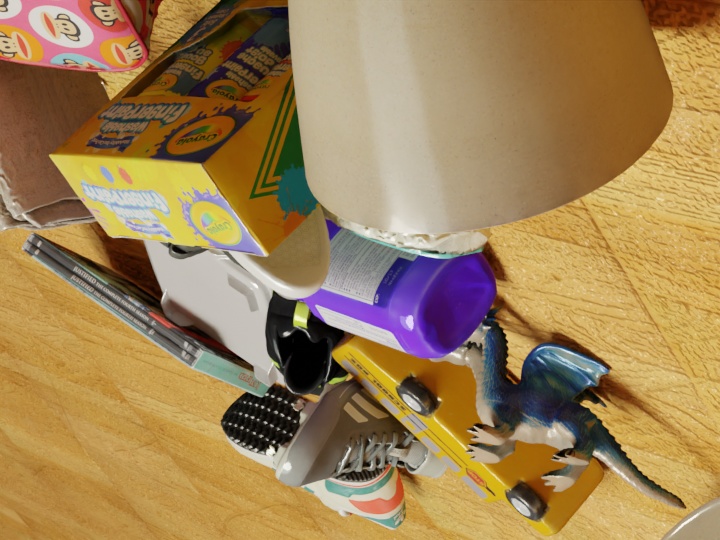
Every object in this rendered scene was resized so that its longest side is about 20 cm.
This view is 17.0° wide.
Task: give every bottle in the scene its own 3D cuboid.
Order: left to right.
[{"bbox_3d":[0.000,0.000,1.620,0.200,0.084,0.065,17,149,47],"label":"bottle"}]

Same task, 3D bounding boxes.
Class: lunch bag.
[{"bbox_3d":[-0.224,-0.210,1.523,0.175,0.082,0.200,5,149,14],"label":"lunch bag"}]

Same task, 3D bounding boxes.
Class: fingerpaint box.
[{"bbox_3d":[-0.069,-0.093,1.434,0.073,0.167,0.200,55,157,-23],"label":"fingerpaint box"}]

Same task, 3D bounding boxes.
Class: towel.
[{"bbox_3d":[-0.229,-0.122,1.643,0.034,0.132,0.201,-30,80,34],"label":"towel"}]

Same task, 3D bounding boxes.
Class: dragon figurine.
[{"bbox_3d":[0.130,0.086,1.589,0.199,0.100,0.059,17,152,12],"label":"dragon figurine"}]

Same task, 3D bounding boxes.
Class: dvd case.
[{"bbox_3d":[-0.179,0.038,2.046,0.200,0.022,0.146,34,-178,24],"label":"dvd case"}]

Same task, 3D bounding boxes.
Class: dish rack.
[{"bbox_3d":[-0.112,0.014,1.918,0.171,0.044,0.200,34,158,23],"label":"dish rack"}]

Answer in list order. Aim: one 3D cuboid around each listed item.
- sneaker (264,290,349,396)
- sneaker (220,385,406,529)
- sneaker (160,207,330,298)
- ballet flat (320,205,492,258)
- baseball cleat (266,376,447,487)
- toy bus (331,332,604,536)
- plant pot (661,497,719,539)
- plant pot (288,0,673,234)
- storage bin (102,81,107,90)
[{"bbox_3d":[-0.046,0.059,1.794,0.071,0.083,0.200,11,152,7],"label":"sneaker"},{"bbox_3d":[-0.039,0.167,2.049,0.199,0.070,0.094,18,144,43],"label":"sneaker"},{"bbox_3d":[-0.085,-0.033,1.566,0.200,0.071,0.099,48,149,31],"label":"sneaker"},{"bbox_3d":[0.000,-0.059,1.536,0.200,0.072,0.072,19,150,45],"label":"ballet flat"},{"bbox_3d":[0.012,0.119,1.748,0.106,0.200,0.070,33,119,10],"label":"baseball cleat"},{"bbox_3d":[0.076,0.102,1.712,0.200,0.065,0.078,44,160,-3],"label":"toy bus"},{"bbox_3d":[0.281,0.272,1.532,0.200,0.188,0.187,33,164,-20],"label":"plant pot"},{"bbox_3d":[0.040,-0.151,1.140,0.187,0.187,0.201,21,138,44],"label":"plant pot"},{"bbox_3d":[-0.337,-0.133,1.812,0.200,0.199,0.094,24,150,41],"label":"storage bin"}]
